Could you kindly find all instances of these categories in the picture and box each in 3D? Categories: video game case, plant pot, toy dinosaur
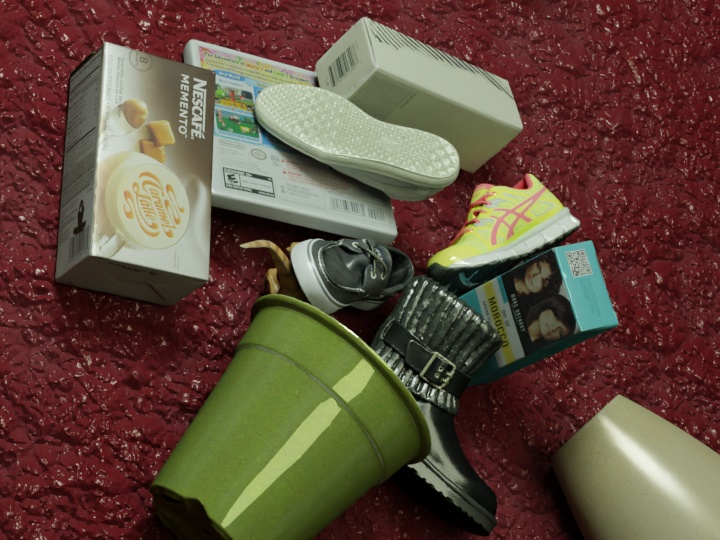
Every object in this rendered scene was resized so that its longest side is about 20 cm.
[{"bbox_3d":[-0.066,-0.119,1.749,0.199,0.024,0.183,12,50,-30],"label":"video game case"},{"bbox_3d":[-0.075,0.157,1.582,0.200,0.200,0.190,48,66,-9],"label":"plant pot"},{"bbox_3d":[-0.058,0.015,1.664,0.106,0.060,0.201,-113,-179,-54],"label":"toy dinosaur"},{"bbox_3d":[0.282,0.224,1.801,0.187,0.188,0.200,-34,78,-38],"label":"plant pot"}]

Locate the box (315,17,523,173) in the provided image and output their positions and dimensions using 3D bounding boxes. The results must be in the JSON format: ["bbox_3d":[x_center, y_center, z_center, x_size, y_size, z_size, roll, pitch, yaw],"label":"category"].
[{"bbox_3d":[0.058,-0.167,1.817,0.199,0.082,0.069,19,44,-40],"label":"box"}]

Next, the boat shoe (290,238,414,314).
[{"bbox_3d":[0.000,0.000,1.687,0.070,0.066,0.200,68,17,14],"label":"boat shoe"}]

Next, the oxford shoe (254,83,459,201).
[{"bbox_3d":[-0.007,-0.114,1.735,0.198,0.058,0.076,20,58,-3],"label":"oxford shoe"}]

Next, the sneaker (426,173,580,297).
[{"bbox_3d":[0.126,-0.038,1.852,0.199,0.078,0.091,-24,78,-43],"label":"sneaker"}]

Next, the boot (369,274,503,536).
[{"bbox_3d":[0.084,0.124,1.722,0.211,0.079,0.158,45,73,-11],"label":"boot"}]

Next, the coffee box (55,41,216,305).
[{"bbox_3d":[-0.195,-0.083,1.641,0.114,0.080,0.202,14,65,-29],"label":"coffee box"}]

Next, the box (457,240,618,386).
[{"bbox_3d":[0.150,0.044,1.748,0.049,0.200,0.083,-9,77,-36],"label":"box"}]
